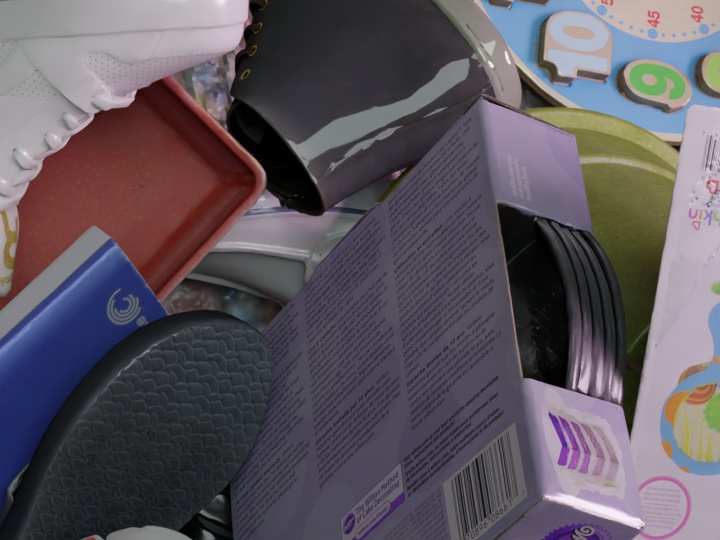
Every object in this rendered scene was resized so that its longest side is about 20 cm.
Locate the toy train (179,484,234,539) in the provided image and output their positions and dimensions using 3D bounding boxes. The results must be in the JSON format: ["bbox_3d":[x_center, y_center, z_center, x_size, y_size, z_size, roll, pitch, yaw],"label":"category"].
[{"bbox_3d":[-0.092,0.178,1.186,0.034,0.046,0.201,24,88,-6],"label":"toy train"}]

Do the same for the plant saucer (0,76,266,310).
[{"bbox_3d":[-0.171,-0.034,1.221,0.200,0.037,0.200,44,96,2],"label":"plant saucer"}]

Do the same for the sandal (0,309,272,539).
[{"bbox_3d":[-0.110,0.093,1.159,0.076,0.043,0.200,29,103,-35],"label":"sandal"}]

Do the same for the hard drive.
[{"bbox_3d":[-0.142,0.095,1.175,0.200,0.025,0.132,-43,131,-11],"label":"hard drive"}]

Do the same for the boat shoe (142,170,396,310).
[{"bbox_3d":[0.000,0.000,1.264,0.199,0.074,0.066,1,70,-11],"label":"boat shoe"}]

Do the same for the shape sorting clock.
[{"bbox_3d":[0.136,-0.155,1.356,0.199,0.039,0.201,3,75,-12],"label":"shape sorting clock"}]

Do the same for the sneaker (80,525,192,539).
[{"bbox_3d":[-0.118,0.176,1.134,0.200,0.077,0.082,-40,125,16],"label":"sneaker"}]

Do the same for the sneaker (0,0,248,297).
[{"bbox_3d":[-0.131,-0.050,1.166,0.199,0.074,0.116,-8,95,16],"label":"sneaker"}]

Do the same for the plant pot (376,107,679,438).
[{"bbox_3d":[0.109,0.044,1.179,0.199,0.190,0.201,-3,100,-20],"label":"plant pot"}]

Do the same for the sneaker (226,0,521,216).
[{"bbox_3d":[-0.032,-0.107,1.248,0.106,0.075,0.200,-30,47,-19],"label":"sneaker"}]

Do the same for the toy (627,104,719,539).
[{"bbox_3d":[0.144,0.043,1.063,0.115,0.047,0.201,6,103,-20],"label":"toy"}]

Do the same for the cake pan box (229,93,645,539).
[{"bbox_3d":[0.021,0.061,1.098,0.052,0.200,0.185,17,44,-29],"label":"cake pan box"}]
